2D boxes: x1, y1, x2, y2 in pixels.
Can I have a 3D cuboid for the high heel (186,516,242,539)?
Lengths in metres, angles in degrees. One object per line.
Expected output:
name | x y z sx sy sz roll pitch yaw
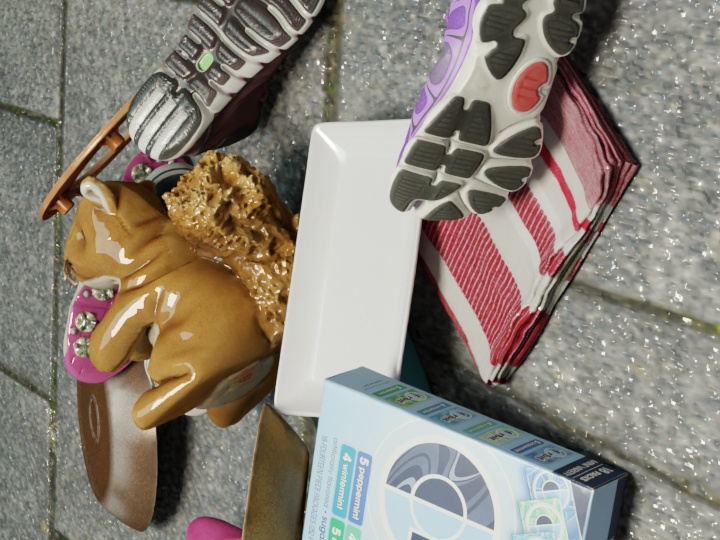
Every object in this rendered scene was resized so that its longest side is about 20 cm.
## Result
high heel | -0.065 0.220 1.454 0.200 0.067 0.096 45 140 42

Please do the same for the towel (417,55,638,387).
towel | 0.091 -0.043 1.223 0.144 0.023 0.200 63 142 36

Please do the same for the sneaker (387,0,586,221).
sneaker | 0.075 -0.117 1.173 0.084 0.080 0.200 -105 35 -53

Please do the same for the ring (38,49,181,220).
ring | -0.176 -0.110 1.539 0.019 0.200 0.200 43 142 -3

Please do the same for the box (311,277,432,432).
box | 0.014 0.108 1.337 0.082 0.049 0.200 -53 49 46

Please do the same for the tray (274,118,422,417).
tray | 0.000 0.000 1.311 0.107 0.022 0.201 2 81 40

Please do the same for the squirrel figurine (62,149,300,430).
squirrel figurine | -0.122 -0.006 1.444 0.200 0.141 0.187 -43 71 23

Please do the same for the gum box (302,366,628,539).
gum box | 0.055 0.172 1.212 0.200 0.045 0.170 20 111 33

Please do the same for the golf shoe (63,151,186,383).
golf shoe | -0.195 -0.002 1.636 0.201 0.075 0.091 -69 20 -8

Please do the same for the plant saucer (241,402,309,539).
plant saucer | -0.059 0.190 1.334 0.200 0.035 0.201 6 -90 -89

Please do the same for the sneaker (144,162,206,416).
sneaker | -0.132 0.019 1.548 0.079 0.078 0.201 -132 37 -58

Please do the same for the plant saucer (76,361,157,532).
plant saucer | -0.212 0.125 1.694 0.200 0.037 0.201 176 90 -71

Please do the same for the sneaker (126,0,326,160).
sneaker | -0.082 -0.161 1.460 0.200 0.115 0.076 -45 75 12
